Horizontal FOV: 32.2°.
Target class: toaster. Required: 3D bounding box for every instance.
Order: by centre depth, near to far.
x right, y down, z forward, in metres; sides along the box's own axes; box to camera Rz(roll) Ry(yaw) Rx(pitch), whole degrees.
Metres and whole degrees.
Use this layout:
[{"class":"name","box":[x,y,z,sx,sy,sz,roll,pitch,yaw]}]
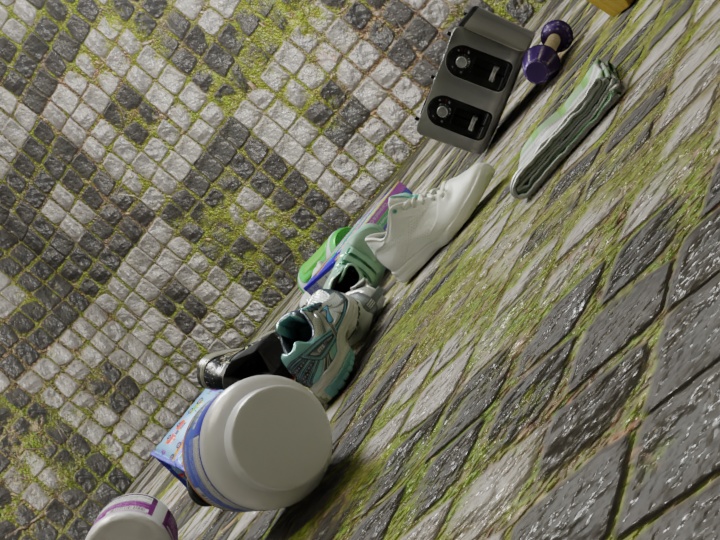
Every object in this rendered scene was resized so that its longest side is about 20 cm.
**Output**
[{"class":"toaster","box":[0.175,-0.294,1.910,0.200,0.118,0.181,-58,-9,-64]}]

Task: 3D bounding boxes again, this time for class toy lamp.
[{"class":"toy lamp","box":[0.275,-0.319,1.838,0.058,0.058,0.200,-48,3,29]}]

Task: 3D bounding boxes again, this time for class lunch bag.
[{"class":"lunch bag","box":[-0.213,0.257,1.885,0.151,0.094,0.200,-50,16,-19]}]

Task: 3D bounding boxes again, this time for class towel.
[{"class":"towel","box":[0.206,-0.151,1.280,0.149,0.031,0.200,-48,5,18]}]

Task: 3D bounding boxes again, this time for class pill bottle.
[{"class":"pill bottle","box":[-0.088,0.150,1.077,0.112,0.112,0.200,-52,4,-19]},{"class":"pill bottle","box":[-0.290,0.346,1.590,0.112,0.112,0.200,-50,4,-4]}]

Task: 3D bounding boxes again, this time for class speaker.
[{"class":"speaker","box":[-0.054,-0.012,2.410,0.089,0.088,0.200,-53,5,-32]}]

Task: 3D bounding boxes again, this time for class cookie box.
[{"class":"cookie box","box":[0.009,-0.031,1.980,0.171,0.075,0.200,-51,5,-23]}]

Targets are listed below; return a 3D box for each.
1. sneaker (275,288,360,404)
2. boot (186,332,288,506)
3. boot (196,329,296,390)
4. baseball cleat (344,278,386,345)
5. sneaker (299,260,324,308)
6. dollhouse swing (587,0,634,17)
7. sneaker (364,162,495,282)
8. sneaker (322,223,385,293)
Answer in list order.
[{"class":"sneaker","box":[-0.053,0.066,1.454,0.078,0.086,0.200,-48,20,18]},{"class":"boot","box":[-0.149,0.183,1.504,0.165,0.065,0.200,-52,-11,-29]},{"class":"boot","box":[-0.122,0.145,1.853,0.203,0.074,0.153,-15,15,-34]},{"class":"baseball cleat","box":[-0.025,0.070,1.622,0.106,0.070,0.200,-46,11,-32]},{"class":"sneaker","box":[-0.064,0.046,2.182,0.100,0.078,0.200,-57,-4,-9]},{"class":"dollhouse swing","box":[0.355,-0.468,1.622,0.200,0.182,0.176,-50,-16,-8]},{"class":"sneaker","box":[0.079,-0.072,1.520,0.200,0.088,0.075,-47,4,33]},{"class":"sneaker","box":[0.000,0.000,1.787,0.201,0.074,0.118,-63,4,-27]}]
